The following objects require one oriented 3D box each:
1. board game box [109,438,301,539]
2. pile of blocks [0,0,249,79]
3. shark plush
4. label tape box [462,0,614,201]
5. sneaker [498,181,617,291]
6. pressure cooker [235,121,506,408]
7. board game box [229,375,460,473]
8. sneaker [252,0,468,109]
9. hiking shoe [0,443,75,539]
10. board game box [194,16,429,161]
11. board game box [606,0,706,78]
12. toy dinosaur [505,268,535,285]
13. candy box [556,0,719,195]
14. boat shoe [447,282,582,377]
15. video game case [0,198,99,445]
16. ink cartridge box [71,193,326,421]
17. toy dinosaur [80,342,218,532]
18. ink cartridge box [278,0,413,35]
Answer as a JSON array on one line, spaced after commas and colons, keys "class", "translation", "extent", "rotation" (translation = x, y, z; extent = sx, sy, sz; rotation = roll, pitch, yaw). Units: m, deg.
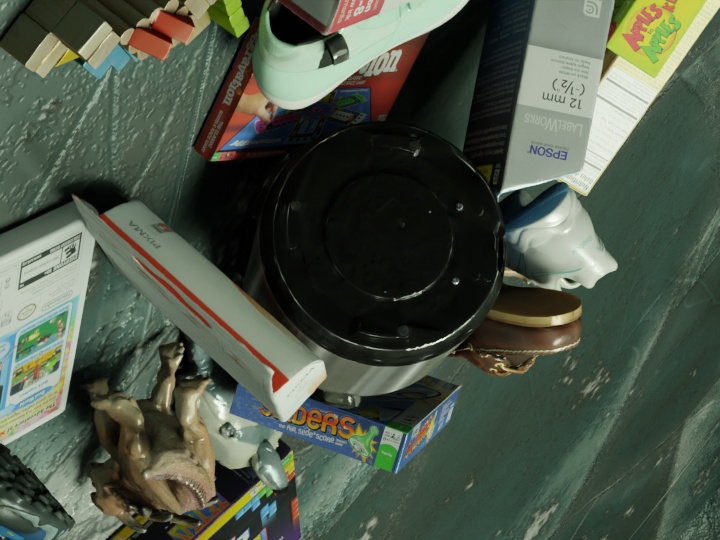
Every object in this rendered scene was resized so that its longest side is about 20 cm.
[{"class": "board game box", "translation": [-0.140, 0.240, 1.554], "extent": [0.200, 0.057, 0.165], "rotation": [-41, 153, -23]}, {"class": "pile of blocks", "translation": [-0.111, -0.144, 1.061], "extent": [0.200, 0.062, 0.082], "rotation": [-34, 150, -35]}, {"class": "shark plush", "translation": [-0.112, 0.094, 1.439], "extent": [0.200, 0.091, 0.083], "rotation": [55, 54, -44]}, {"class": "label tape box", "translation": [0.124, -0.110, 1.363], "extent": [0.143, 0.066, 0.200], "rotation": [-174, -87, -80]}, {"class": "sneaker", "translation": [0.134, -0.017, 1.415], "extent": [0.070, 0.080, 0.200], "rotation": [-43, -170, -8]}, {"class": "pressure cooker", "translation": [0.002, 0.002, 1.305], "extent": [0.175, 0.179, 0.200], "rotation": [-6, 167, -10]}, {"class": "board game box", "translation": [-0.008, 0.101, 1.437], "extent": [0.200, 0.135, 0.035], "rotation": [-26, 134, -75]}, {"class": "sneaker", "translation": [0.018, -0.183, 1.132], "extent": [0.200, 0.074, 0.118], "rotation": [-42, 174, -10]}, {"class": "hiking shoe", "translation": [-0.243, 0.173, 1.219], "extent": [0.087, 0.074, 0.200], "rotation": [-42, 168, -11]}, {"class": "board game box", "translation": [-0.030, -0.128, 1.284], "extent": [0.200, 0.019, 0.103], "rotation": [-11, 133, -56]}, {"class": "board game box", "translation": [0.209, -0.221, 1.406], "extent": [0.102, 0.048, 0.200], "rotation": [-58, -165, 12]}, {"class": "toy dinosaur", "translation": [0.064, -0.004, 1.563], "extent": [0.200, 0.086, 0.135], "rotation": [-11, 172, -34]}, {"class": "candy box", "translation": [0.209, -0.173, 1.519], "extent": [0.200, 0.055, 0.115], "rotation": [-57, -160, 17]}, {"class": "boat shoe", "translation": [0.107, 0.045, 1.387], "extent": [0.070, 0.200, 0.070], "rotation": [-8, 100, -21]}, {"class": "video game case", "translation": [-0.253, 0.062, 1.143], "extent": [0.200, 0.024, 0.182], "rotation": [-30, 148, -42]}, {"class": "ink cartridge box", "translation": [-0.095, 0.013, 1.136], "extent": [0.050, 0.162, 0.200], "rotation": [-47, 172, -11]}, {"class": "toy dinosaur", "translation": [-0.138, 0.137, 1.287], "extent": [0.086, 0.200, 0.136], "rotation": [-16, 105, -17]}, {"class": "ink cartridge box", "translation": [0.013, -0.250, 1.034], "extent": [0.200, 0.145, 0.145], "rotation": [-28, 147, -43]}]
